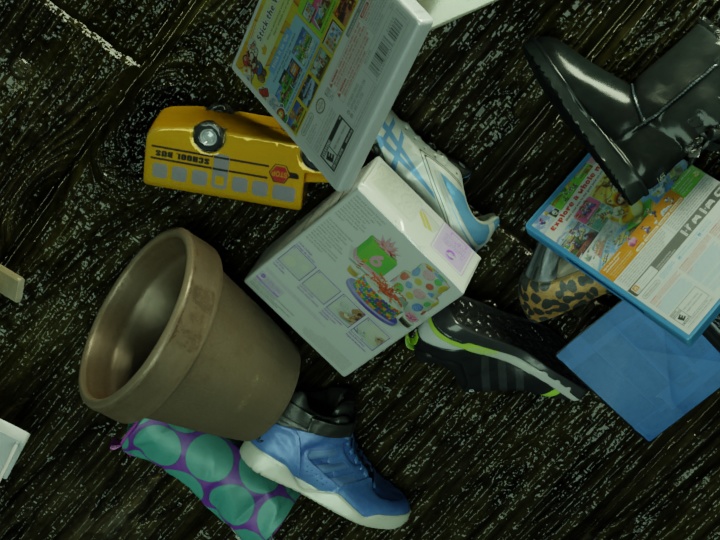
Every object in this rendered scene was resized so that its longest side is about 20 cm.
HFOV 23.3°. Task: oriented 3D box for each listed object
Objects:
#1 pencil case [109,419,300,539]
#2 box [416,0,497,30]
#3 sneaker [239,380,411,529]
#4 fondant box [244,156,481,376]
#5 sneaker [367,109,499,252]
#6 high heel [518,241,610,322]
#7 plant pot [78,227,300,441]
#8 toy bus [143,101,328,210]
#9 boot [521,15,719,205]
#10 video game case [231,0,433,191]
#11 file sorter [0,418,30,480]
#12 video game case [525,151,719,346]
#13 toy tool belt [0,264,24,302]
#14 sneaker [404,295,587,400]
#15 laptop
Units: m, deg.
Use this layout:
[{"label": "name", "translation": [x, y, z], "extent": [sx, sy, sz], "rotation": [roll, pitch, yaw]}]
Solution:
[{"label": "pencil case", "translation": [-0.158, 0.209, 1.841], "extent": [0.200, 0.085, 0.093], "rotation": [40, 105, -10]}, {"label": "box", "translation": [0.110, -0.287, 1.584], "extent": [0.198, 0.095, 0.078], "rotation": [-22, 107, 15]}, {"label": "sneaker", "translation": [-0.015, 0.186, 1.815], "extent": [0.199, 0.077, 0.112], "rotation": [27, 104, -15]}, {"label": "fondant box", "translation": [0.000, 0.000, 1.705], "extent": [0.144, 0.058, 0.200], "rotation": [44, 135, -10]}, {"label": "sneaker", "translation": [0.059, -0.102, 1.692], "extent": [0.072, 0.072, 0.201], "rotation": [-39, 102, -5]}, {"label": "high heel", "translation": [0.259, 0.013, 1.718], "extent": [0.198, 0.072, 0.144], "rotation": [17, 125, -2]}, {"label": "plant pot", "translation": [-0.157, 0.082, 1.744], "extent": [0.174, 0.201, 0.201], "rotation": [30, 115, -25]}, {"label": "toy bus", "translation": [-0.107, -0.111, 1.703], "extent": [0.198, 0.065, 0.079], "rotation": [10, 115, 3]}, {"label": "boot", "translation": [0.265, -0.174, 1.618], "extent": [0.162, 0.073, 0.199], "rotation": [-36, 75, 2]}, {"label": "video game case", "translation": [-0.030, -0.206, 1.598], "extent": [0.182, 0.023, 0.201], "rotation": [50, 133, 26]}, {"label": "file sorter", "translation": [-0.469, 0.196, 1.818], "extent": [0.199, 0.125, 0.139], "rotation": [28, 151, -7]}, {"label": "video game case", "translation": [0.270, -0.038, 1.613], "extent": [0.200, 0.018, 0.143], "rotation": [37, 79, 30]}, {"label": "toy tool belt", "translation": [-0.435, 0.044, 1.785], "extent": [0.123, 0.125, 0.200], "rotation": [41, 113, -2]}, {"label": "sneaker", "translation": [0.133, 0.088, 1.747], "extent": [0.199, 0.072, 0.083], "rotation": [26, 124, -22]}, {"label": "laptop", "translation": [0.329, 0.094, 1.672], "extent": [0.187, 0.199, 0.117], "rotation": [40, 72, -38]}]
